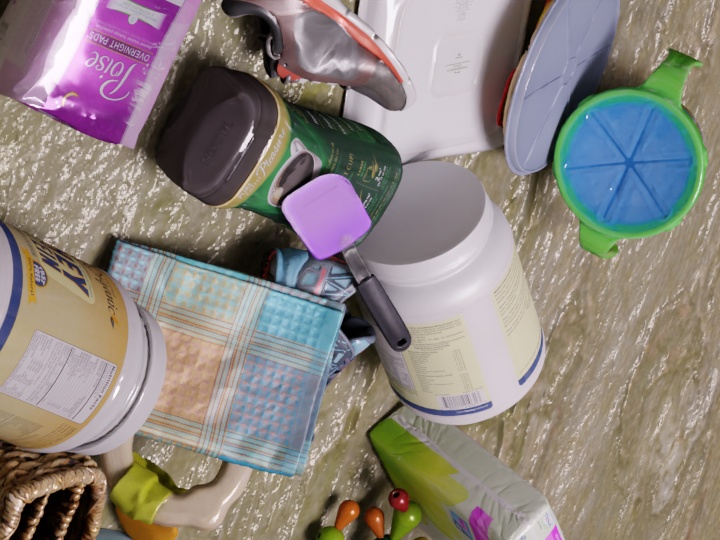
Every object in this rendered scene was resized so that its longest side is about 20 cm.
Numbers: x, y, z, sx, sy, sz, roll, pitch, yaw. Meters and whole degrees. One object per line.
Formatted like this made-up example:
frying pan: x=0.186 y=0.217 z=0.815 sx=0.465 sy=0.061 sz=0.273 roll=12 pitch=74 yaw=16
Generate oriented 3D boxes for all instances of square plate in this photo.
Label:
square plate: x=0.072 y=-0.177 z=1.758 sx=0.200 sy=0.028 sz=0.198 roll=-14 pitch=124 yaw=-40

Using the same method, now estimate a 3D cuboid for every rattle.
rattle: x=-0.138 y=0.119 z=1.714 sx=0.143 sy=0.130 sz=0.200 roll=59 pitch=35 yaw=-67

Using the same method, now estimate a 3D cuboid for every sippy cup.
sippy cup: x=0.255 y=-0.106 z=1.898 sx=0.178 sy=0.140 sz=0.130 roll=-30 pitch=-179 yaw=22

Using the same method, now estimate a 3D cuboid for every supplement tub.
supplement tub: x=-0.247 y=0.048 z=1.492 sx=0.200 sy=0.144 sz=0.145 roll=30 pitch=91 yaw=-50
supplement tub: x=0.071 y=0.019 z=1.789 sx=0.145 sy=0.145 sz=0.200 roll=-40 pitch=136 yaw=-19

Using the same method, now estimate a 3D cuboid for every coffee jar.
coffee jar: x=-0.064 y=-0.087 z=1.635 sx=0.200 sy=0.085 sz=0.104 roll=20 pitch=106 yaw=-49

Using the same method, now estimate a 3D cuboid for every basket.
basket: x=-0.262 y=0.227 z=1.572 sx=0.143 sy=0.149 sz=0.200 roll=16 pitch=102 yaw=-38

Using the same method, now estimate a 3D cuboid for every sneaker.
sneaker: x=-0.034 y=0.072 z=1.733 sx=0.095 sy=0.079 sz=0.200 roll=-2 pitch=128 yaw=-4
sneaker: x=-0.037 y=-0.176 z=1.626 sx=0.082 sy=0.077 sz=0.200 roll=-47 pitch=127 yaw=3

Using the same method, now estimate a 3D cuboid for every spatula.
spatula: x=0.000 y=0.000 z=1.660 sx=0.056 sy=0.021 sz=0.200 roll=-33 pitch=134 yaw=-2

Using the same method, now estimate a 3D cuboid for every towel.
towel: x=-0.118 y=0.070 z=1.633 sx=0.200 sy=0.022 sz=0.147 roll=17 pitch=83 yaw=-20

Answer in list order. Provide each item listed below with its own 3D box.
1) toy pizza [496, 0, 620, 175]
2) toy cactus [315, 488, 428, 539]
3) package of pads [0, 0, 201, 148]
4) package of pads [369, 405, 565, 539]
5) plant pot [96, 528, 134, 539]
toy pizza: x=0.169 y=-0.179 z=1.826 sx=0.200 sy=0.032 sz=0.200 roll=-50 pitch=154 yaw=-35
toy cactus: x=0.001 y=0.299 z=1.941 sx=0.200 sy=0.102 sz=0.165 roll=-57 pitch=152 yaw=-5
package of pads: x=-0.176 y=-0.196 z=1.465 sx=0.120 sy=0.076 sz=0.200 roll=20 pitch=99 yaw=-46
package of pads: x=0.109 y=0.222 z=1.910 sx=0.068 sy=0.200 sz=0.155 roll=-40 pitch=137 yaw=-14
plant pot: x=-0.209 y=0.333 z=1.715 sx=0.200 sy=0.134 sz=0.201 roll=-25 pitch=130 yaw=-33
